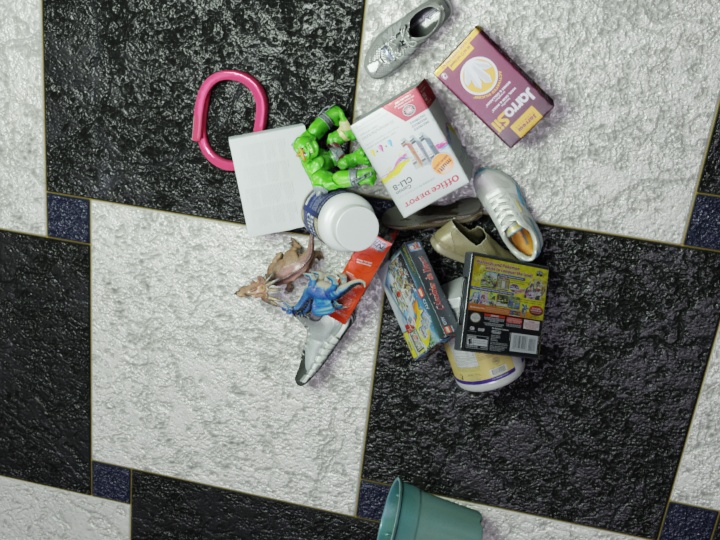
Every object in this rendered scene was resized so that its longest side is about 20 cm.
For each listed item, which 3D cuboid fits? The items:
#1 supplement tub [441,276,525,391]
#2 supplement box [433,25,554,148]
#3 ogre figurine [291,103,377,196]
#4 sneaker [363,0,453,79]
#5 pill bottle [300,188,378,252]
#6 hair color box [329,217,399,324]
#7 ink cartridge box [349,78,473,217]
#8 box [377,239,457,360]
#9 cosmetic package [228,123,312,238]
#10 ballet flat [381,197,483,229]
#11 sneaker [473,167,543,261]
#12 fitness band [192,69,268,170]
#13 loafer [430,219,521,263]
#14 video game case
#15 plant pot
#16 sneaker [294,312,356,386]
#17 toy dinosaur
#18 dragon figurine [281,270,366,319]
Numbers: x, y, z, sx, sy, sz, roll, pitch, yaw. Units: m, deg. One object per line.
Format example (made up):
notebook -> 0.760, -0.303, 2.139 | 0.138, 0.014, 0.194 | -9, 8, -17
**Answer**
supplement tub -> 0.231, 0.121, 1.629 | 0.145, 0.145, 0.200 | -16, 104, 16
supplement box -> 0.243, -0.333, 1.500 | 0.200, 0.086, 0.110 | 43, 111, -5
ogre figurine -> -0.055, -0.215, 1.546 | 0.120, 0.098, 0.200 | -29, 77, 4
sneaker -> 0.079, -0.427, 1.503 | 0.200, 0.082, 0.075 | -42, 97, 21
pill bottle -> -0.037, -0.096, 1.553 | 0.111, 0.200, 0.111 | -5, 105, -18
hair color box -> 0.000, 0.000, 1.658 | 0.061, 0.102, 0.200 | 30, 113, 1
ink cartridge box -> 0.101, -0.227, 1.535 | 0.145, 0.145, 0.200 | -28, 102, 18
box -> 0.110, 0.059, 1.606 | 0.137, 0.038, 0.200 | -48, 60, 55
cosmetic package -> -0.167, -0.177, 1.633 | 0.151, 0.052, 0.200 | -11, 107, -5
ballet flat -> 0.141, -0.104, 1.621 | 0.200, 0.067, 0.046 | -7, 140, 11
sneaker -> 0.284, -0.108, 1.573 | 0.076, 0.081, 0.200 | -34, 98, 22
fitness band -> -0.258, -0.298, 1.646 | 0.143, 0.037, 0.200 | 13, 112, 4
loafer -> 0.234, -0.040, 1.587 | 0.200, 0.076, 0.067 | 17, 122, -18
video game case -> 0.267, 0.068, 1.550 | 0.200, 0.025, 0.181 | 9, 86, -33
plant pot -> 0.150, 0.571, 1.786 | 0.196, 0.200, 0.200 | 16, 111, -2
sneaker -> -0.107, 0.140, 1.751 | 0.115, 0.075, 0.200 | 36, 102, 3
toy dinosaur -> -0.148, 0.002, 1.671 | 0.200, 0.136, 0.086 | -41, 97, 20
dragon figurine -> -0.063, 0.054, 1.602 | 0.200, 0.059, 0.100 | 4, 99, 30
